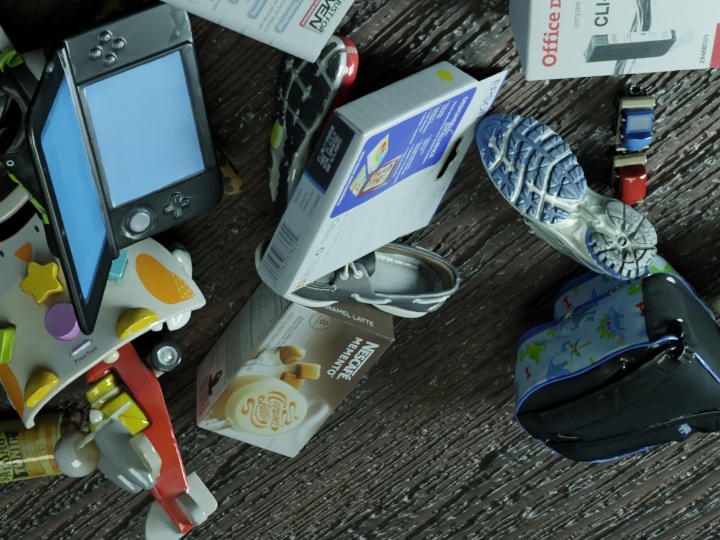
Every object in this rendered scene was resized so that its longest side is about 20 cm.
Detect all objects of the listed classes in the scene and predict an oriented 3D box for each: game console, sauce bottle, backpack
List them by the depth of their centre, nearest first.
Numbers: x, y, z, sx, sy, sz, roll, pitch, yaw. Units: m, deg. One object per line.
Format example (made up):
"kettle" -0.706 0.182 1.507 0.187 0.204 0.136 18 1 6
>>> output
"game console" -0.178 -0.082 1.261 0.175 0.116 0.201 -24 130 -20
"backpack" 0.252 0.091 1.569 0.199 0.148 0.183 -26 133 28
"sauce bottle" -0.380 0.190 1.670 0.198 0.066 0.066 -11 136 4

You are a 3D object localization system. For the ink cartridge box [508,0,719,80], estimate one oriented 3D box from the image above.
"ink cartridge box" 0.221 -0.235 1.278 0.198 0.084 0.145 -4 137 -1

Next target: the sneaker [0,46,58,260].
"sneaker" -0.268 -0.095 1.324 0.082 0.072 0.201 -13 125 -23

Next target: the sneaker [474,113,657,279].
"sneaker" 0.168 -0.060 1.452 0.200 0.077 0.085 42 164 -14

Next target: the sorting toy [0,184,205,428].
"sorting toy" -0.273 0.010 1.425 0.199 0.181 0.107 -35 173 3

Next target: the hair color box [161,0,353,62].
"hair color box" -0.100 -0.248 1.252 0.199 0.061 0.099 20 131 -23

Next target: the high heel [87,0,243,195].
"high heel" -0.148 -0.144 1.342 0.199 0.072 0.142 34 131 -22

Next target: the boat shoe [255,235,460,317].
"boat shoe" 0.000 0.000 1.490 0.199 0.074 0.060 15 155 -29

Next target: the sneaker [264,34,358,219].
"sneaker" -0.028 -0.127 1.390 0.084 0.077 0.201 -9 144 -24

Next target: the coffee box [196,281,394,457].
"coffee box" -0.066 0.082 1.578 0.114 0.080 0.200 21 130 -24

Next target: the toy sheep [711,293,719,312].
"toy sheep" 0.423 0.024 1.536 0.199 0.139 0.138 11 136 -37

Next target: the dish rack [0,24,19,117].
"dish rack" -0.378 -0.179 1.309 0.199 0.044 0.172 -17 135 12

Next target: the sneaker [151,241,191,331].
"sneaker" -0.250 -0.003 1.492 0.198 0.075 0.082 9 112 -8

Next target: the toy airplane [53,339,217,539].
"toy airplane" -0.223 0.176 1.562 0.140 0.200 0.201 -14 130 -15

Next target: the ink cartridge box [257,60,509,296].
"ink cartridge box" 0.019 -0.086 1.394 0.200 0.047 0.198 -30 156 -44

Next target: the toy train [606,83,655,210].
"toy train" 0.240 -0.084 1.462 0.034 0.046 0.201 -4 136 -1
